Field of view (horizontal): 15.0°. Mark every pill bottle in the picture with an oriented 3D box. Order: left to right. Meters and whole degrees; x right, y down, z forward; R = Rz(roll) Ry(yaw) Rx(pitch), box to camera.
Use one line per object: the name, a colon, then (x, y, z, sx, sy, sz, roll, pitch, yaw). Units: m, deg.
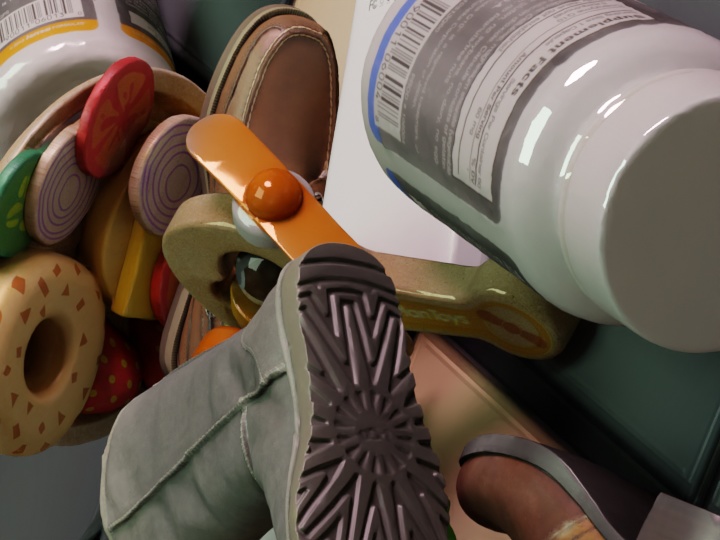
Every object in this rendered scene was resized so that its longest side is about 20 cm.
pill bottle: (-0.172, -0.139, 1.559, 0.116, 0.116, 0.200, -58, 31, 30)
pill bottle: (0.087, -0.046, 1.022, 0.200, 0.114, 0.114, 40, 113, 60)

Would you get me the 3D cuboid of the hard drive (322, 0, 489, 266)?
hard drive: (0.030, -0.089, 1.246, 0.132, 0.026, 0.200, -12, 67, 60)

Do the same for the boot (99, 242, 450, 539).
boot: (-0.045, 0.098, 1.104, 0.200, 0.073, 0.182, -38, 46, 47)

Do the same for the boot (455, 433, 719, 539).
boot: (0.064, 0.170, 0.996, 0.188, 0.068, 0.200, 20, 87, 50)

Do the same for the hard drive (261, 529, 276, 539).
hard drive: (-0.035, 0.159, 1.231, 0.132, 0.026, 0.200, -35, 47, 52)

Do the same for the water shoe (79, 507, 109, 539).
water shoe: (-0.110, 0.165, 1.318, 0.200, 0.071, 0.079, 115, 176, -67)

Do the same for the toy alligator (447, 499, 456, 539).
toy alligator: (0.021, 0.179, 1.108, 0.059, 0.054, 0.200, 28, 112, 44)

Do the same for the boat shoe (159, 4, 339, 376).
boat shoe: (-0.040, -0.024, 1.312, 0.068, 0.072, 0.200, 30, 113, 58)

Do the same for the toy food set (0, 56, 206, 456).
toy food set: (-0.119, -0.006, 1.331, 0.049, 0.200, 0.198, 21, 100, 35)

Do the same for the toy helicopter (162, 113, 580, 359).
toy helicopter: (0.000, 0.000, 1.143, 0.200, 0.132, 0.079, 7, 52, 36)
